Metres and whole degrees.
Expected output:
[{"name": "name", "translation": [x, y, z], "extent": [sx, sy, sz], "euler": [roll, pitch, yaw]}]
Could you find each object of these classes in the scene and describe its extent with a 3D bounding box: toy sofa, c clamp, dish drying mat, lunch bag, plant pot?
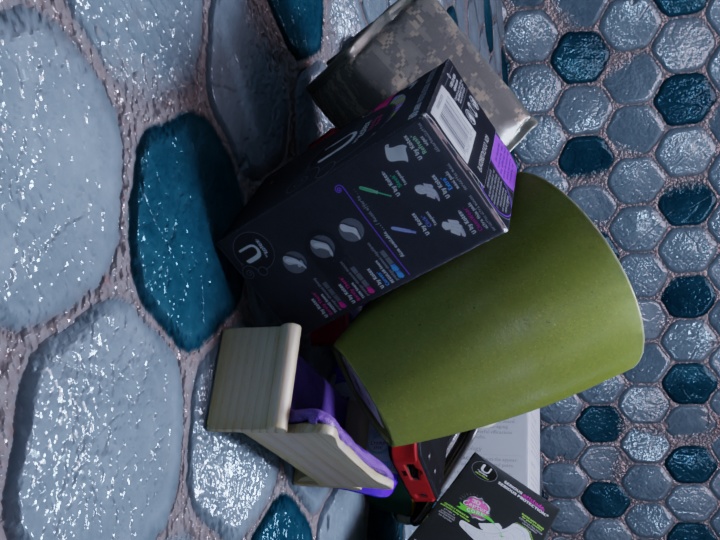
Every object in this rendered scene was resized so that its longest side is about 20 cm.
[{"name": "toy sofa", "translation": [-0.036, 0.118, 0.667], "extent": [0.200, 0.097, 0.083], "euler": [56, 35, -58]}, {"name": "c clamp", "translation": [0.114, 0.211, 0.990], "extent": [0.200, 0.027, 0.171], "euler": [-61, -179, 11]}, {"name": "dish drying mat", "translation": [-0.031, -0.029, 0.775], "extent": [0.077, 0.018, 0.200], "euler": [165, -75, -68]}, {"name": "lunch bag", "translation": [0.041, -0.149, 0.761], "extent": [0.164, 0.118, 0.200], "euler": [47, -15, -12]}, {"name": "plant pot", "translation": [0.085, 0.050, 0.655], "extent": [0.187, 0.200, 0.187], "euler": [57, -11, 17]}]

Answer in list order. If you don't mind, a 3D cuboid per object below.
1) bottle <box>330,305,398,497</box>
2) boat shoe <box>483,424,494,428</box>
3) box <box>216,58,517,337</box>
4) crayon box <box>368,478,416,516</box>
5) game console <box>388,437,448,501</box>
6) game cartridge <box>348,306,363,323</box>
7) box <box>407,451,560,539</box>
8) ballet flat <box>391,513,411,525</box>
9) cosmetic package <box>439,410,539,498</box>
[{"name": "bottle", "translation": [0.012, 0.117, 0.802], "extent": [0.065, 0.083, 0.200], "euler": [64, 36, -74]}, {"name": "boat shoe", "translation": [0.138, 0.106, 0.953], "extent": [0.201, 0.074, 0.063], "euler": [-68, 163, -58]}, {"name": "box", "translation": [0.007, -0.053, 0.630], "extent": [0.106, 0.200, 0.122], "euler": [52, 29, -18]}, {"name": "crayon box", "translation": [0.062, 0.155, 0.960], "extent": [0.200, 0.058, 0.173], "euler": [-65, 160, -44]}, {"name": "game console", "translation": [0.066, 0.124, 0.804], "extent": [0.200, 0.031, 0.177], "euler": [70, 27, -59]}, {"name": "game cartridge", "translation": [0.000, 0.000, 0.912], "extent": [0.200, 0.041, 0.133], "euler": [-68, 146, -54]}, {"name": "box", "translation": [0.118, 0.338, 0.932], "extent": [0.200, 0.124, 0.149], "euler": [-32, 149, -53]}, {"name": "ballet flat", "translation": [0.083, 0.248, 1.094], "extent": [0.067, 0.062, 0.200], "euler": [79, 17, -52]}, {"name": "cosmetic package", "translation": [0.193, 0.259, 1.279], "extent": [0.165, 0.165, 0.200], "euler": [57, 35, -60]}]
